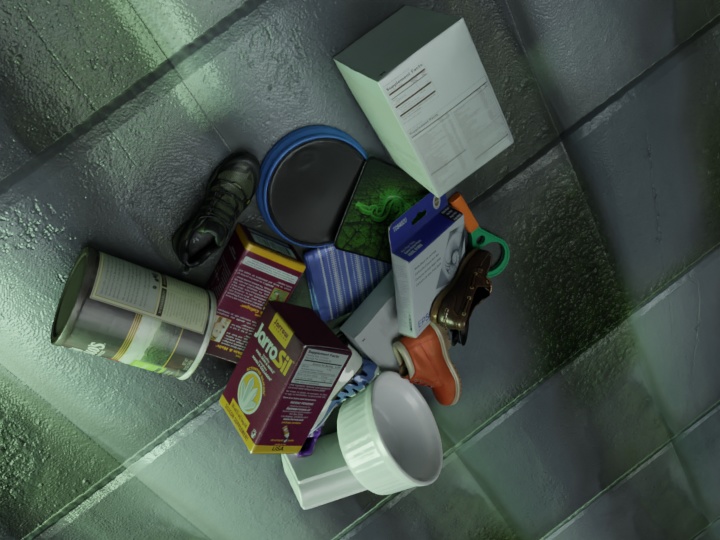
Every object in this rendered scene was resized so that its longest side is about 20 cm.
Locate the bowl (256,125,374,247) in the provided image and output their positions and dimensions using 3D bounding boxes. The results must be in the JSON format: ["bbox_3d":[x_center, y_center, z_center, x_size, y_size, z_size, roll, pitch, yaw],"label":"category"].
[{"bbox_3d":[-0.068,-0.130,1.059,0.198,0.039,0.203,-10,119,-18],"label":"bowl"}]

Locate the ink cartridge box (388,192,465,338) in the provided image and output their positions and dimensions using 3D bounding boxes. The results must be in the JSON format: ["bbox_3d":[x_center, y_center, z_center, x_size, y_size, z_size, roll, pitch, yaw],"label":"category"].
[{"bbox_3d":[0.121,-0.021,1.121,0.199,0.040,0.203,-40,131,-44],"label":"ink cartridge box"}]

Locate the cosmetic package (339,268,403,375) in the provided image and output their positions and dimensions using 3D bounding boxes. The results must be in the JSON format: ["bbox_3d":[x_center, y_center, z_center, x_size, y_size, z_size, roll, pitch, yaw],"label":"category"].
[{"bbox_3d":[0.067,0.114,1.197,0.151,0.051,0.201,-48,133,-14],"label":"cosmetic package"}]

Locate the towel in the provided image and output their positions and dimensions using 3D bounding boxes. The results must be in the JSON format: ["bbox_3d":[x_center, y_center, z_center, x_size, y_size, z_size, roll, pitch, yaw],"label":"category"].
[{"bbox_3d":[0.000,0.000,1.166,0.197,0.024,0.147,-19,122,-15],"label":"towel"}]

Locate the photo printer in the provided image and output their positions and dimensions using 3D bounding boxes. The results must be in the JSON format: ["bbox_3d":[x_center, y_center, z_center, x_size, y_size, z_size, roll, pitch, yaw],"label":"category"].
[{"bbox_3d":[-0.040,0.368,1.251,0.197,0.166,0.071,-12,101,-16],"label":"photo printer"}]

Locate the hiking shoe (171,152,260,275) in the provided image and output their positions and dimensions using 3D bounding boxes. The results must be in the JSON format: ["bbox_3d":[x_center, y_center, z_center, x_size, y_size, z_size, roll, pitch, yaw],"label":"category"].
[{"bbox_3d":[-0.208,-0.082,0.988,0.075,0.101,0.201,29,102,-32],"label":"hiking shoe"}]

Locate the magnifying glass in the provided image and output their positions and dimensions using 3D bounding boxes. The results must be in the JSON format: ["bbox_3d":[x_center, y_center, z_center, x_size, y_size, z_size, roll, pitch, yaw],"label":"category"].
[{"bbox_3d":[0.219,-0.065,1.226,0.079,0.022,0.201,-38,125,0],"label":"magnifying glass"}]

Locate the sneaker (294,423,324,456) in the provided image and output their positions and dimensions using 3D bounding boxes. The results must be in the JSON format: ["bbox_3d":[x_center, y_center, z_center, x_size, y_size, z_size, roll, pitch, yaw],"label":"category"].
[{"bbox_3d":[-0.099,0.261,1.217,0.079,0.089,0.203,5,112,-23],"label":"sneaker"}]

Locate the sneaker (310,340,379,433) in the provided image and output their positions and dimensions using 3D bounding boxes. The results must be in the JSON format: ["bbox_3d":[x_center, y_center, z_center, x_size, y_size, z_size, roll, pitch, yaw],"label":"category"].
[{"bbox_3d":[-0.077,0.190,1.133,0.199,0.081,0.116,-40,100,2],"label":"sneaker"}]

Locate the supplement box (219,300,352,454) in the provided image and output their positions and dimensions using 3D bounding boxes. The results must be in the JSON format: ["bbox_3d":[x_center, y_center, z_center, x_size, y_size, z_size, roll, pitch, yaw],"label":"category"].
[{"bbox_3d":[-0.122,0.172,1.041,0.102,0.131,0.202,15,108,-43],"label":"supplement box"}]

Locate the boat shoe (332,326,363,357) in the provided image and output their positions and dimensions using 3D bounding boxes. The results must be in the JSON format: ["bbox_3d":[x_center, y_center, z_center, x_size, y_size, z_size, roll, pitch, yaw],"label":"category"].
[{"bbox_3d":[-0.018,0.202,1.236,0.075,0.060,0.202,-25,122,-9],"label":"boat shoe"}]

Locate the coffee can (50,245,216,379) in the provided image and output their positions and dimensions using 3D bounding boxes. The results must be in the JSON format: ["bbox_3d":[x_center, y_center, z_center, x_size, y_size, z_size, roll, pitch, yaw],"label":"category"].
[{"bbox_3d":[-0.338,0.067,0.983,0.198,0.147,0.148,23,106,-30],"label":"coffee can"}]

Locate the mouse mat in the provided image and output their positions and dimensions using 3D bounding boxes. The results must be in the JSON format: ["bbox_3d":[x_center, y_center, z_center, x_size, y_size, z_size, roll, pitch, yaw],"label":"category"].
[{"bbox_3d":[0.054,-0.092,1.115,0.198,0.008,0.163,13,103,-42],"label":"mouse mat"}]

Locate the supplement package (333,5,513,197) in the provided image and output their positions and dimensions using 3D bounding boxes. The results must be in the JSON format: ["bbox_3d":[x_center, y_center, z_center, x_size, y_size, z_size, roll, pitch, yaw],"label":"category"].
[{"bbox_3d":[0.092,-0.255,0.971,0.146,0.191,0.201,-36,124,-2],"label":"supplement package"}]

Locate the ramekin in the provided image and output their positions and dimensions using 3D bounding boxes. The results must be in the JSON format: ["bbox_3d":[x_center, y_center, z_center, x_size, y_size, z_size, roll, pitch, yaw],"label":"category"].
[{"bbox_3d":[0.049,0.288,1.143,0.097,0.202,0.200,-32,128,27],"label":"ramekin"}]

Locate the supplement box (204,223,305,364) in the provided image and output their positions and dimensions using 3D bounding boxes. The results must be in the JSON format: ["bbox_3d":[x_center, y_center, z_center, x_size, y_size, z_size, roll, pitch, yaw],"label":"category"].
[{"bbox_3d":[-0.189,0.043,1.068,0.109,0.086,0.202,23,105,-31],"label":"supplement box"}]

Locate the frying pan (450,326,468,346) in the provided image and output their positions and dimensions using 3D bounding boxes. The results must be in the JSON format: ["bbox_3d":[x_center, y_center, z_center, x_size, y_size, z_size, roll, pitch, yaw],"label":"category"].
[{"bbox_3d":[0.182,0.109,1.219,0.030,0.191,0.116,1,129,19],"label":"frying pan"}]

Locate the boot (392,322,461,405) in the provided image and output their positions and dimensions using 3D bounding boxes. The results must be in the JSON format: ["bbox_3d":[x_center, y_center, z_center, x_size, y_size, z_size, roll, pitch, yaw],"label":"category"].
[{"bbox_3d":[0.119,0.184,1.198,0.107,0.075,0.202,-33,121,-20],"label":"boot"}]

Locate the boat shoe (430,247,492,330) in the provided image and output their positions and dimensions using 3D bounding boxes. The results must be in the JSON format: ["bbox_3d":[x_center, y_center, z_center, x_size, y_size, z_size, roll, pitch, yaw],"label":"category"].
[{"bbox_3d":[0.197,0.035,1.158,0.200,0.069,0.071,-51,142,-37],"label":"boat shoe"}]
